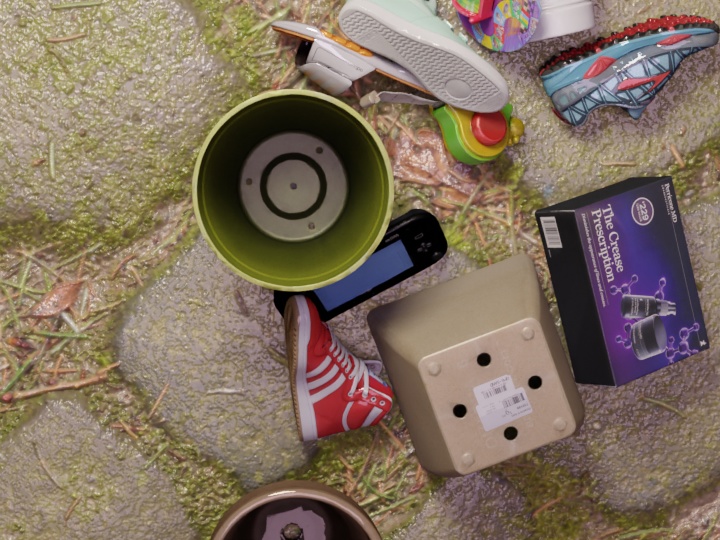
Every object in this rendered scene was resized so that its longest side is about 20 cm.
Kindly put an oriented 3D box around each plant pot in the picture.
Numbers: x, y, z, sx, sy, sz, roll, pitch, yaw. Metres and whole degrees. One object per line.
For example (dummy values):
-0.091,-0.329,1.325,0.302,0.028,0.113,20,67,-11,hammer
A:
-0.071,0.313,1.738,0.200,0.175,0.201,0,98,-3,plant pot
0.136,0.116,1.722,0.200,0.177,0.200,-20,98,0,plant pot
-0.071,-0.087,1.666,0.200,0.193,0.201,0,95,-3,plant pot

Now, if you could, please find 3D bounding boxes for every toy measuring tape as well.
0.093,-0.152,1.715,0.200,0.074,0.074,2,99,-29,toy measuring tape

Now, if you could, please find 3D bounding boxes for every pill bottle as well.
0.186,-0.348,1.689,0.114,0.114,0.200,-13,99,-2,pill bottle

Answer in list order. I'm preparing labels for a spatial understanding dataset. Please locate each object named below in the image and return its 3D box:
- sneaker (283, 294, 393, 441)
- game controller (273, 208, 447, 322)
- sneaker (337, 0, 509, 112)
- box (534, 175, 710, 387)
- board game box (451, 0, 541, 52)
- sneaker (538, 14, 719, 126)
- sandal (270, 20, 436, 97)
-0.022,0.101,1.738,0.112,0.071,0.200,-8,131,-5,sneaker
0.000,0.000,1.739,0.200,0.104,0.042,-29,67,1,game controller
0.086,-0.257,1.693,0.200,0.118,0.074,32,140,-3,sneaker
0.289,0.010,1.742,0.141,0.079,0.200,-20,100,-29,box
0.112,-0.319,1.665,0.039,0.158,0.200,-23,100,-25,board game box
0.301,-0.217,1.744,0.200,0.079,0.096,-18,109,8,sneaker
-0.006,-0.211,1.714,0.206,0.079,0.059,22,94,-9,sandal
